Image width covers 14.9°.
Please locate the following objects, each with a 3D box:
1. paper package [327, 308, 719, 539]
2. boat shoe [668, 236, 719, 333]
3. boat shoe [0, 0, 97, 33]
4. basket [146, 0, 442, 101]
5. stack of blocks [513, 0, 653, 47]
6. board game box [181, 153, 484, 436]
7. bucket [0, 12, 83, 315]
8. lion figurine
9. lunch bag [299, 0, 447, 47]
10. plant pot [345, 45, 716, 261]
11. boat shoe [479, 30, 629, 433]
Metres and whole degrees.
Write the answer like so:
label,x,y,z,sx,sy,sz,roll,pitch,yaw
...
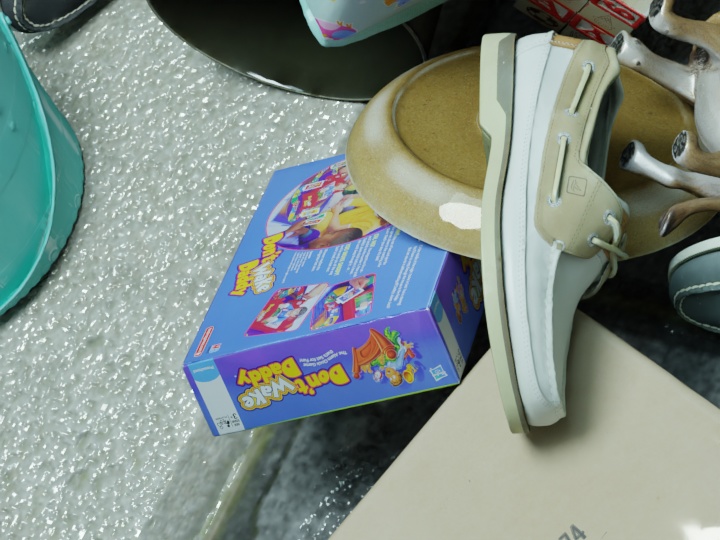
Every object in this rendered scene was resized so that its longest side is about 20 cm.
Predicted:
label,x,y,z,sx,sy,sz,roll,pitch,yaw
paper package,0.099,0.144,1.299,0.200,0.104,0.190,-49,52,-6
boat shoe,0.234,0.030,1.318,0.199,0.073,0.062,10,62,26
boat shoe,-0.137,-0.213,1.663,0.200,0.074,0.060,-42,46,-12
basket,-0.004,-0.217,1.559,0.180,0.136,0.201,10,63,33
stack of blocks,0.163,-0.220,1.464,0.058,0.115,0.201,30,82,-2
board game box,0.000,0.000,1.416,0.134,0.045,0.200,-13,27,21
bucket,-0.267,-0.064,1.595,0.206,0.135,0.208,-14,56,21
lion figurine,0.191,-0.071,1.363,0.073,0.122,0.201,-49,26,43
lunch bag,0.058,-0.219,1.405,0.199,0.170,0.122,-22,73,-24
plant pot,0.092,-0.068,1.411,0.199,0.028,0.200,1,33,-1
boat shoe,0.092,-0.023,1.293,0.068,0.075,0.201,-3,69,7
